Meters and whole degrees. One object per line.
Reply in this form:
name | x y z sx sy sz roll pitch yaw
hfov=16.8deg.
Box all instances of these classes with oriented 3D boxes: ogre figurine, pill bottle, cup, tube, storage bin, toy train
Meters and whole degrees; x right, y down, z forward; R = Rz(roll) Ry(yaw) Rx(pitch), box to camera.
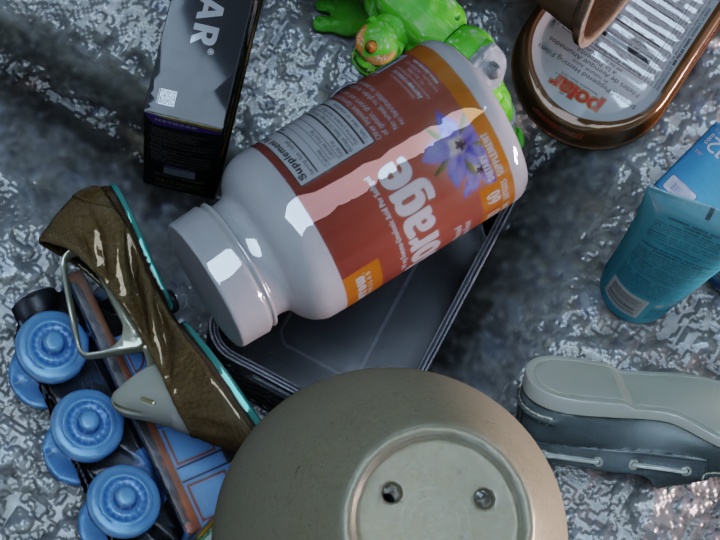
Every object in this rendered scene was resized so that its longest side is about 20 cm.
ogre figurine | 0.030 -0.159 1.569 0.098 0.120 0.201 -25 79 -10
pill bottle | -0.009 -0.042 1.447 0.199 0.112 0.112 -32 81 -11
cup | 0.027 0.140 1.292 0.199 0.143 0.202 2 78 -10
tube | 0.192 -0.012 1.506 0.077 0.200 0.051 15 76 -3
storage bin | 0.000 0.000 1.542 0.135 0.094 0.201 28 76 2
toy train | -0.142 0.091 1.515 0.114 0.087 0.201 -22 77 -19

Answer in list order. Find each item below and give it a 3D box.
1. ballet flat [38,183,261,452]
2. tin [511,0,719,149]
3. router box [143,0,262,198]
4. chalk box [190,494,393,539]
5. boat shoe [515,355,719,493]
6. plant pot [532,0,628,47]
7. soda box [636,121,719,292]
ballet flat | -0.131 0.042 1.464 0.072 0.068 0.201 -31 78 -9
tin | 0.181 -0.174 1.630 0.112 0.042 0.201 32 76 8
router box | -0.091 -0.163 1.541 0.052 0.157 0.201 13 75 -2
chalk box | 0.008 0.188 1.415 0.200 0.125 0.124 44 75 2
boat shoe | 0.193 0.106 1.560 0.199 0.073 0.062 12 119 -9
plant pot | 0.109 -0.276 1.533 0.198 0.200 0.201 32 76 10
soda box | 0.275 0.001 1.578 0.064 0.068 0.200 -43 83 -12
